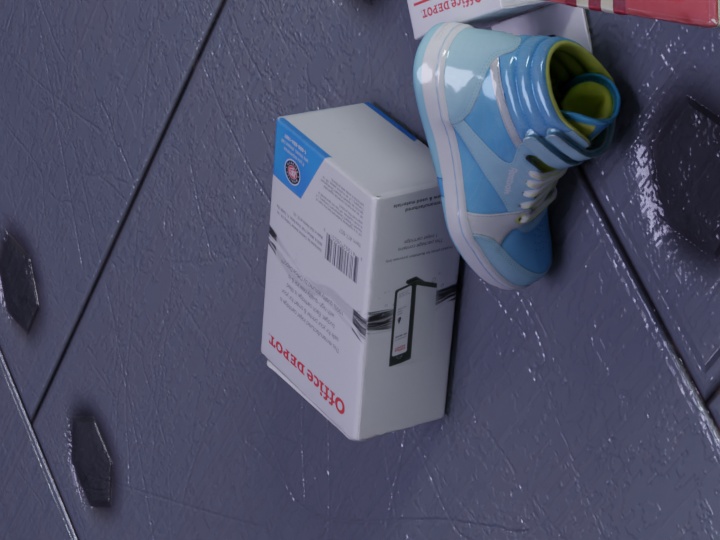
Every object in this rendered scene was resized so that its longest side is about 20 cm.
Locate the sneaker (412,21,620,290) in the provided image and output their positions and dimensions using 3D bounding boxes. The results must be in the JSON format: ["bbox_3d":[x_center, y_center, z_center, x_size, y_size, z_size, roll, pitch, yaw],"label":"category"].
[{"bbox_3d":[0.118,-0.067,1.666,0.130,0.080,0.201,4,131,33],"label":"sneaker"}]

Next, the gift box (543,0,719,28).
[{"bbox_3d":[0.169,-0.246,1.388,0.199,0.186,0.186,21,121,39],"label":"gift box"}]

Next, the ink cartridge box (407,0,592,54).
[{"bbox_3d":[0.078,-0.222,1.684,0.116,0.066,0.202,-12,90,60],"label":"ink cartridge box"}]

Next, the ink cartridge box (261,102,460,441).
[{"bbox_3d":[0.000,0.000,1.886,0.146,0.084,0.201,40,134,47],"label":"ink cartridge box"}]
